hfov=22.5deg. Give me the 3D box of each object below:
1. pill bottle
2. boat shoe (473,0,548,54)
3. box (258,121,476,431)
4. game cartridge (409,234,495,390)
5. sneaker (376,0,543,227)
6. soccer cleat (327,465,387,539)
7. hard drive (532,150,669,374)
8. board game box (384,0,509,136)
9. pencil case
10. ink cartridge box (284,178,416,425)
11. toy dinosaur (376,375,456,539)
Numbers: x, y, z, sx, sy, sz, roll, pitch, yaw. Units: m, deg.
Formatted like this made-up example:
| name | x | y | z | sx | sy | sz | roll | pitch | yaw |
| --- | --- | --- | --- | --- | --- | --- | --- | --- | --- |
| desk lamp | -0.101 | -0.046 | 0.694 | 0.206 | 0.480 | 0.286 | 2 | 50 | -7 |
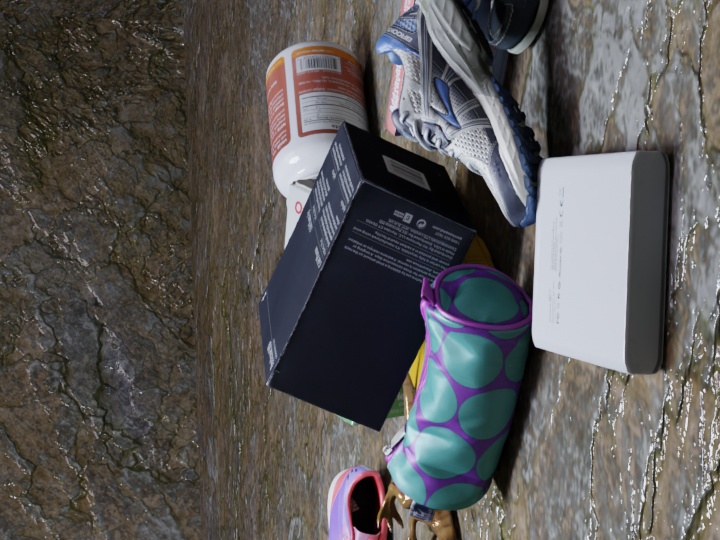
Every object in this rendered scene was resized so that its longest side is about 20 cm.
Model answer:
| name | x | y | z | sx | sy | sz | roll | pitch | yaw |
| --- | --- | --- | --- | --- | --- | --- | --- | --- | --- |
| pill bottle | -0.044 | -0.142 | 1.985 | 0.113 | 0.111 | 0.202 | 108 | 161 | -55 |
| boat shoe | 0.112 | -0.236 | 1.318 | 0.201 | 0.061 | 0.076 | 105 | 157 | -56 |
| box | 0.000 | 0.000 | 1.485 | 0.183 | 0.103 | 0.200 | -63 | 12 | 15 |
| game cartridge | 0.078 | 0.043 | 1.555 | 0.200 | 0.032 | 0.178 | -114 | 27 | -60 |
| sneaker | 0.072 | -0.109 | 1.325 | 0.077 | 0.085 | 0.201 | 32 | -149 | -61 |
| soccer cleat | -0.002 | 0.298 | 1.841 | 0.073 | 0.067 | 0.202 | 139 | 134 | -70 |
| hard drive | 0.152 | -0.008 | 1.175 | 0.200 | 0.026 | 0.134 | -169 | 80 | -79 |
| board game box | 0.077 | -0.203 | 1.395 | 0.019 | 0.102 | 0.202 | 43 | 135 | 43 |
| pencil case | 0.074 | 0.093 | 1.393 | 0.086 | 0.091 | 0.202 | -84 | 5 | -53 |
| ink cartridge box | -0.005 | 0.024 | 1.717 | 0.145 | 0.087 | 0.202 | 26 | 118 | 52 |
| toy dinosaur | 0.055 | 0.179 | 1.606 | 0.106 | 0.060 | 0.202 | -47 | 53 | 52 |
